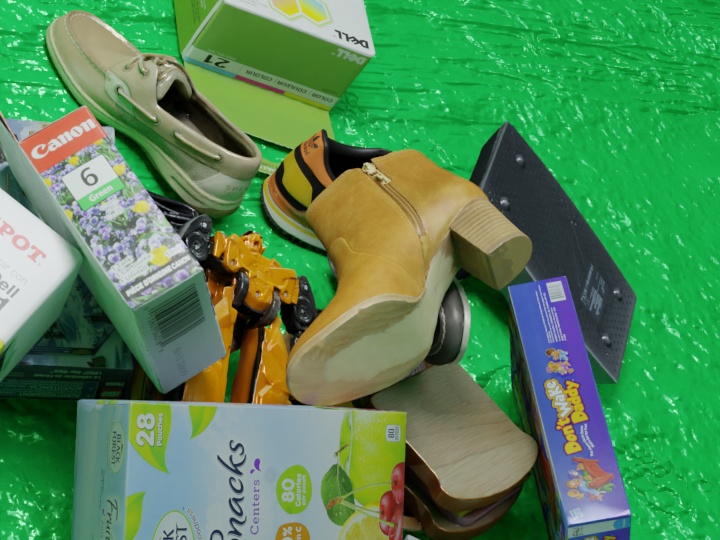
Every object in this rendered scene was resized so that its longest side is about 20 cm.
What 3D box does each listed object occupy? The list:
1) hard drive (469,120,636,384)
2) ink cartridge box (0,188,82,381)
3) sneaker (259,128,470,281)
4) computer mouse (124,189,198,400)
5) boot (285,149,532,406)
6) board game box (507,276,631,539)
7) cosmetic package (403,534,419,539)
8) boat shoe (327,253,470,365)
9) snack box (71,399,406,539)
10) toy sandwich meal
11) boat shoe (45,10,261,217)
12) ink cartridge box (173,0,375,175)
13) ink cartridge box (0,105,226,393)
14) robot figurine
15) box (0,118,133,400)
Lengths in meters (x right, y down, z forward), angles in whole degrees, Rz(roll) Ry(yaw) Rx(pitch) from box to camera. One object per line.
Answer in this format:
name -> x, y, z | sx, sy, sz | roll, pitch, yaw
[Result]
hard drive -> 0.153, -0.010, 1.388 | 0.200, 0.042, 0.135 | 51, 34, -20
ink cartridge box -> -0.271, 0.028, 0.927 | 0.144, 0.084, 0.200 | 38, 54, 0
sneaker -> 0.026, -0.048, 1.308 | 0.199, 0.090, 0.070 | 19, 43, -28
computer mouse -> -0.167, -0.005, 1.130 | 0.140, 0.046, 0.201 | 28, 40, -22
boot -> 0.000, -0.001, 1.115 | 0.200, 0.071, 0.144 | -33, 43, -22
board game box -> 0.149, 0.126, 1.220 | 0.044, 0.135, 0.201 | -10, 52, -1
cosmetic package -> 0.112, 0.263, 1.079 | 0.199, 0.052, 0.151 | 28, 17, -18
boat shoe -> 0.024, 0.019, 1.199 | 0.056, 0.068, 0.200 | 2, 16, -16
snack box -> -0.068, 0.162, 0.983 | 0.199, 0.067, 0.170 | 5, 84, -37
toy sandwich meal -> 0.030, 0.098, 1.189 | 0.204, 0.070, 0.206 | 24, 41, -23
boat shoe -> -0.150, -0.129, 1.243 | 0.200, 0.065, 0.072 | 46, 38, 13
ink cartridge box -> -0.064, -0.170, 1.355 | 0.147, 0.076, 0.201 | 16, 44, -31
ink cartridge box -> -0.155, -0.034, 1.001 | 0.050, 0.109, 0.200 | -31, 64, -13
robot figurine -> -0.089, 0.065, 1.077 | 0.145, 0.058, 0.202 | 33, 50, -37
box -> -0.219, -0.011, 1.066 | 0.136, 0.040, 0.201 | 5, 50, -18
